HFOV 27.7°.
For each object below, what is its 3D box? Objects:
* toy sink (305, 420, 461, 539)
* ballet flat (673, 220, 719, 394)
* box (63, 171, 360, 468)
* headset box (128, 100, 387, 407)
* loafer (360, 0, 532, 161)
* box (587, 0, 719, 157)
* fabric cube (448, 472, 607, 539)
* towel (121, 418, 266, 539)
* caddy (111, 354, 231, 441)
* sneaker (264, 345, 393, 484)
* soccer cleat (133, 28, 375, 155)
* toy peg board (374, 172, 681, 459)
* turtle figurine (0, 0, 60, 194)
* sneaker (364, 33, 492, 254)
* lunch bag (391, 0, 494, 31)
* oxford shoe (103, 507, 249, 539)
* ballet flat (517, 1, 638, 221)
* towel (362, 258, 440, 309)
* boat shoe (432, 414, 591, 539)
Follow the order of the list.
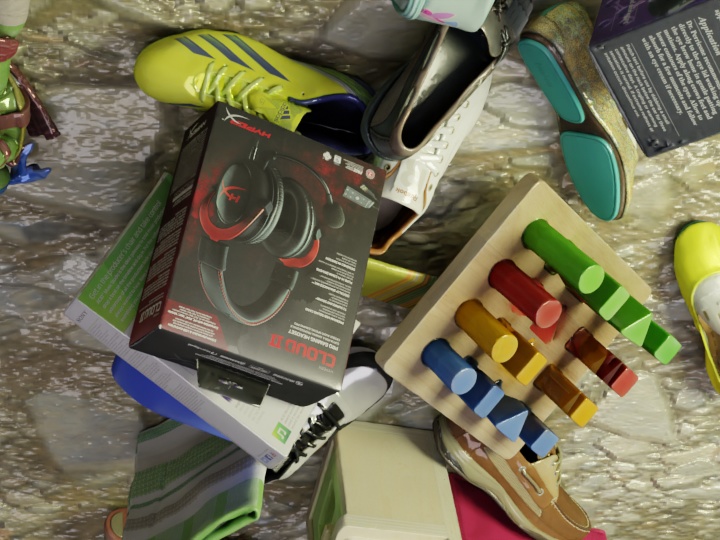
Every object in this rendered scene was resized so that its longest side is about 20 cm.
[{"bbox_3d":[0.015,0.251,1.311,0.111,0.201,0.131,9,123,-12],"label":"toy sink"},{"bbox_3d":[0.329,0.048,1.294,0.066,0.067,0.201,-19,123,7],"label":"ballet flat"},{"bbox_3d":[-0.110,0.037,1.126,0.199,0.145,0.036,39,141,-10],"label":"box"},{"bbox_3d":[-0.076,0.000,1.078,0.147,0.202,0.075,21,157,-21],"label":"headset box"},{"bbox_3d":[0.079,-0.163,1.088,0.072,0.063,0.201,35,89,-20],"label":"loafer"},{"bbox_3d":[0.280,-0.188,1.046,0.198,0.149,0.105,-20,118,30],"label":"box"},{"bbox_3d":[0.132,0.354,1.393,0.195,0.200,0.201,22,118,-19],"label":"fabric cube"},{"bbox_3d":[-0.143,0.172,1.243,0.148,0.201,0.031,-33,114,15],"label":"towel"},{"bbox_3d":[-0.111,0.052,1.203,0.198,0.142,0.105,23,123,-21],"label":"caddy"},{"bbox_3d":[-0.052,0.142,1.305,0.199,0.080,0.074,-34,120,14],"label":"sneaker"},{"bbox_3d":[-0.075,-0.134,1.117,0.198,0.084,0.065,12,121,-14],"label":"soccer cleat"},{"bbox_3d":[0.152,0.063,1.207,0.200,0.098,0.200,-50,131,3],"label":"toy peg board"},{"bbox_3d":[-0.312,-0.132,1.057,0.198,0.144,0.196,7,119,-15],"label":"turtle figurine"},{"bbox_3d":[0.051,-0.096,1.158,0.072,0.085,0.201,20,118,-16],"label":"sneaker"},{"bbox_3d":[0.071,-0.276,0.995,0.076,0.161,0.202,10,123,-13],"label":"lunch bag"},{"bbox_3d":[-0.162,0.287,1.393,0.199,0.071,0.074,26,120,-21],"label":"oxford shoe"},{"bbox_3d":[0.188,-0.129,1.169,0.070,0.071,0.201,-24,125,9],"label":"ballet flat"},{"bbox_3d":[0.000,0.000,1.215,0.198,0.018,0.086,16,161,-22],"label":"towel"},{"bbox_3d":[0.154,0.186,1.361,0.074,0.076,0.200,-42,119,16],"label":"boat shoe"}]
